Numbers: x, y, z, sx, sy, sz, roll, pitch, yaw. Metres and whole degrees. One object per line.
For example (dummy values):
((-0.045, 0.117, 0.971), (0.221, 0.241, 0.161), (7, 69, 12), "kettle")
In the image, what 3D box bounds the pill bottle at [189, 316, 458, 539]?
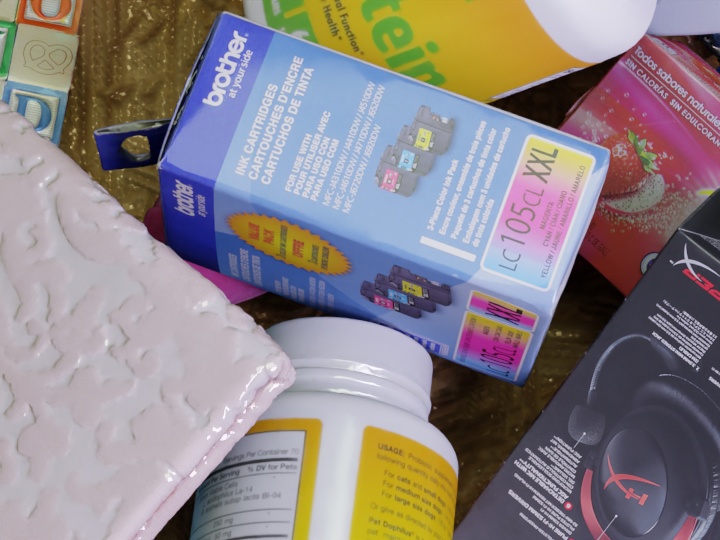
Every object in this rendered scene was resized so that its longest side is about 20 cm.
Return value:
((-0.018, 0.125, 1.152), (0.109, 0.109, 0.200), (10, 64, -7), "pill bottle")

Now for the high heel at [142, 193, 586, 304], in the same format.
((0.000, 0.000, 1.248), (0.200, 0.067, 0.096), (15, 86, -16), "high heel")

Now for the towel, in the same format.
((-0.151, 0.051, 1.131), (0.200, 0.032, 0.191), (40, 89, 28), "towel")

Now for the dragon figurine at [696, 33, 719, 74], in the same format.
((0.116, -0.147, 1.316), (0.200, 0.059, 0.100), (16, 39, -12), "dragon figurine")

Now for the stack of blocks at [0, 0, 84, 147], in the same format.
((-0.229, -0.085, 1.234), (0.200, 0.059, 0.115), (10, 64, -7), "stack of blocks")

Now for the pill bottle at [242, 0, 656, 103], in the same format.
((0.058, -0.132, 1.200), (0.111, 0.200, 0.111), (34, 47, -46), "pill bottle")

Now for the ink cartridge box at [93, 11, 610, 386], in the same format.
((-0.008, -0.032, 1.148), (0.200, 0.136, 0.076), (22, 75, 5), "ink cartridge box")

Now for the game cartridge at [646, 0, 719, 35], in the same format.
((0.113, -0.172, 1.243), (0.200, 0.133, 0.042), (8, 36, 18), "game cartridge")

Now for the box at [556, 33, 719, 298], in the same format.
((0.176, -0.007, 1.240), (0.200, 0.100, 0.096), (43, 103, 10), "box")

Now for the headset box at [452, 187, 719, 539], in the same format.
((0.144, 0.092, 1.168), (0.149, 0.200, 0.075), (37, 25, 8), "headset box")
